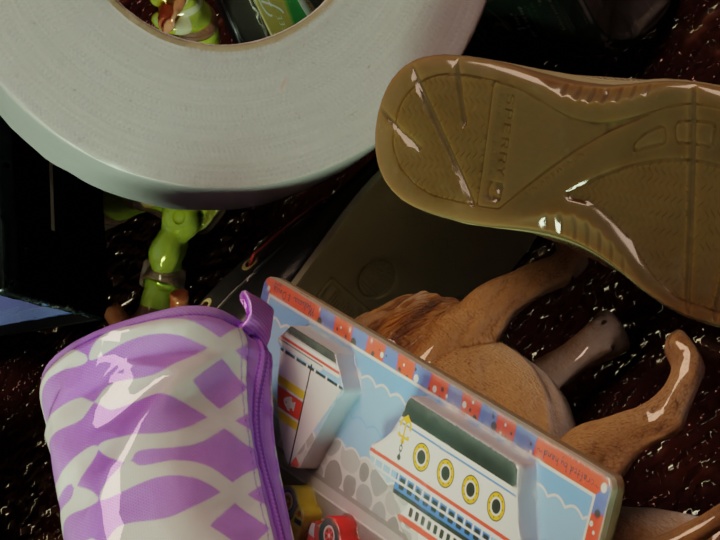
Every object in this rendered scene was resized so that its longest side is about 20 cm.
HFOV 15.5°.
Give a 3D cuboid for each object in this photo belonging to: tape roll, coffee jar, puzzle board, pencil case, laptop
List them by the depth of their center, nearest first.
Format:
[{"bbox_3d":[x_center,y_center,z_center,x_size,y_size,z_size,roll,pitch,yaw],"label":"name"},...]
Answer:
[{"bbox_3d":[-0.048,0.111,0.845,0.085,0.084,0.201,-26,64,19],"label":"pencil case"},{"bbox_3d":[0.004,0.103,0.854,0.200,0.017,0.152,29,111,52],"label":"puzzle board"},{"bbox_3d":[-0.053,-0.124,0.934,0.201,0.200,0.066,-51,4,-11],"label":"tape roll"},{"bbox_3d":[-0.158,-0.067,1.056,0.102,0.200,0.179,-5,84,10],"label":"laptop"},{"bbox_3d":[0.025,-0.133,1.060,0.199,0.105,0.085,-2,31,41],"label":"coffee jar"}]

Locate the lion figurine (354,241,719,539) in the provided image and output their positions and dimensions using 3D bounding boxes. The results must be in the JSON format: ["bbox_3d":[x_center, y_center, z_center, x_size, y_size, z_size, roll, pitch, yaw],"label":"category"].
[{"bbox_3d":[0.050,0.058,0.873,0.122,0.073,0.200,-32,28,-8],"label":"lion figurine"}]

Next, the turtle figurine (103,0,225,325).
[{"bbox_3d":[-0.083,-0.055,1.100,0.161,0.064,0.202,13,101,57],"label":"turtle figurine"}]

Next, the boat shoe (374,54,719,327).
[{"bbox_3d":[0.100,-0.029,0.854,0.199,0.064,0.072,22,102,34],"label":"boat shoe"}]

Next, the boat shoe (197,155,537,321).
[{"bbox_3d":[-0.001,-0.002,0.982,0.201,0.074,0.063,-46,34,-6],"label":"boat shoe"}]
